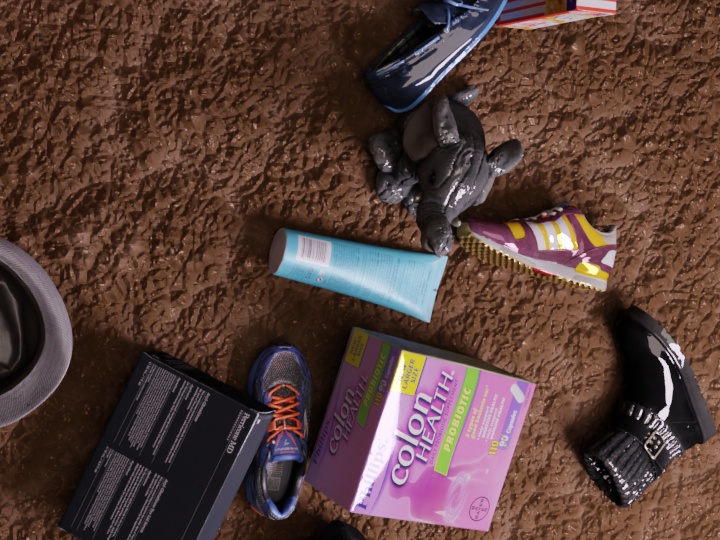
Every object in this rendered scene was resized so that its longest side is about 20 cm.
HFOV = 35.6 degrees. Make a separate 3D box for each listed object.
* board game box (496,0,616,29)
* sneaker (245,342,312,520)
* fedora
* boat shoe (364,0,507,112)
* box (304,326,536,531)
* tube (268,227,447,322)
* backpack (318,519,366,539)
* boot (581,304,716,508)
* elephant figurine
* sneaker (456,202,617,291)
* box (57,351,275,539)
[{"bbox_3d":[0.206,-0.335,1.163,0.046,0.200,0.152,2,96,-16],"label":"board game box"},{"bbox_3d":[-0.082,0.177,1.211,0.075,0.078,0.200,-2,98,-16],"label":"sneaker"},{"bbox_3d":[-0.381,0.054,1.102,0.177,0.090,0.200,-44,100,-8],"label":"fedora"},{"bbox_3d":[0.085,-0.260,1.198,0.069,0.084,0.200,41,83,-28],"label":"boat shoe"},{"bbox_3d":[0.067,0.174,1.216,0.200,0.097,0.176,17,92,-34],"label":"box"},{"bbox_3d":[0.000,0.000,1.231,0.200,0.050,0.078,14,97,-22],"label":"tube"},{"bbox_3d":[-0.028,0.394,1.232,0.167,0.127,0.200,37,87,-6],"label":"backpack"},{"bbox_3d":[0.320,0.164,1.325,0.158,0.079,0.211,-33,105,-10],"label":"boot"},{"bbox_3d":[0.097,-0.110,1.161,0.141,0.200,0.156,-11,100,-14],"label":"elephant figurine"},{"bbox_3d":[0.201,-0.042,1.274,0.200,0.075,0.090,18,84,-24],"label":"sneaker"},{"bbox_3d":[-0.197,0.204,1.156,0.141,0.079,0.200,26,90,13],"label":"box"}]
